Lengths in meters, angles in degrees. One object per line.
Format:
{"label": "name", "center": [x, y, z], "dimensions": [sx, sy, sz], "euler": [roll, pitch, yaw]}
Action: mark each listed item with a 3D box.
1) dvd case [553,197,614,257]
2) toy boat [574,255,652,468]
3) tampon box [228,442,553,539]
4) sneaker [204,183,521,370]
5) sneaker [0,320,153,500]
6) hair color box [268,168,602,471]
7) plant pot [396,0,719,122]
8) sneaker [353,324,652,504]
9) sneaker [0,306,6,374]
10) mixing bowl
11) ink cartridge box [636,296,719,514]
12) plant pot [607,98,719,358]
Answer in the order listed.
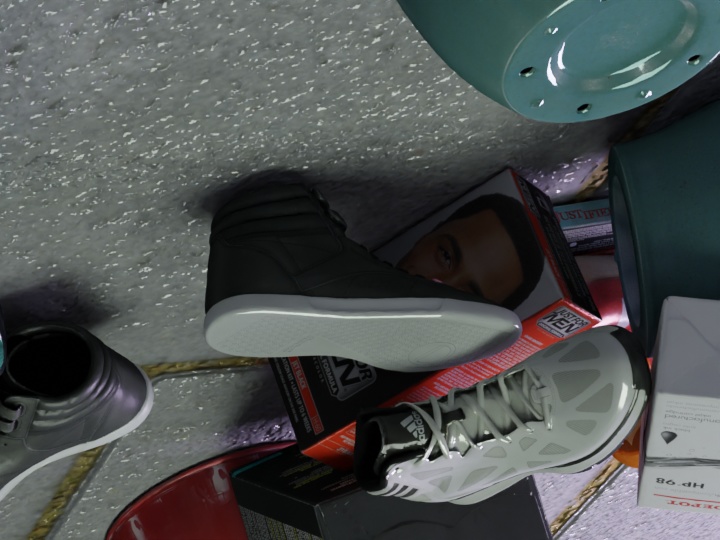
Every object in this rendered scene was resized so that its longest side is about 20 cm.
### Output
{"label": "dvd case", "center": [0.147, 0.012, 1.801], "dimensions": [0.146, 0.022, 0.200], "euler": [-10, 150, -22]}
{"label": "toy boat", "center": [0.169, 0.070, 1.755], "dimensions": [0.200, 0.131, 0.131], "euler": [-1, 146, -34]}
{"label": "tampon box", "center": [0.022, 0.177, 1.775], "dimensions": [0.150, 0.127, 0.200], "euler": [-20, -171, -17]}
{"label": "sneaker", "center": [0.000, 0.000, 1.568], "dimensions": [0.199, 0.099, 0.071], "euler": [5, 146, -23]}
{"label": "sneaker", "center": [-0.226, 0.091, 1.583], "dimensions": [0.200, 0.071, 0.099], "euler": [-27, 151, -3]}
{"label": "hair color box", "center": [0.041, 0.033, 1.676], "dimensions": [0.200, 0.102, 0.061], "euler": [-32, 150, 18]}
{"label": "plant pot", "center": [0.099, -0.170, 1.277], "dimensions": [0.200, 0.161, 0.201], "euler": [-17, 152, -9]}
{"label": "sneaker", "center": [0.073, 0.094, 1.570], "dimensions": [0.115, 0.076, 0.200], "euler": [-3, 158, -45]}
{"label": "sneaker", "center": [-0.270, 0.006, 1.457], "dimensions": [0.087, 0.075, 0.200], "euler": [-14, 146, 17]}
{"label": "mixing bowl", "center": [-0.076, 0.219, 1.929], "dimensions": [0.200, 0.109, 0.200], "euler": [-16, 152, -9]}
{"label": "ink cartridge box", "center": [0.229, 0.095, 1.609], "dimensions": [0.115, 0.067, 0.200], "euler": [5, 151, 4]}
{"label": "plant pot", "center": [0.252, -0.026, 1.638], "dimensions": [0.187, 0.201, 0.200], "euler": [-8, 153, 0]}
